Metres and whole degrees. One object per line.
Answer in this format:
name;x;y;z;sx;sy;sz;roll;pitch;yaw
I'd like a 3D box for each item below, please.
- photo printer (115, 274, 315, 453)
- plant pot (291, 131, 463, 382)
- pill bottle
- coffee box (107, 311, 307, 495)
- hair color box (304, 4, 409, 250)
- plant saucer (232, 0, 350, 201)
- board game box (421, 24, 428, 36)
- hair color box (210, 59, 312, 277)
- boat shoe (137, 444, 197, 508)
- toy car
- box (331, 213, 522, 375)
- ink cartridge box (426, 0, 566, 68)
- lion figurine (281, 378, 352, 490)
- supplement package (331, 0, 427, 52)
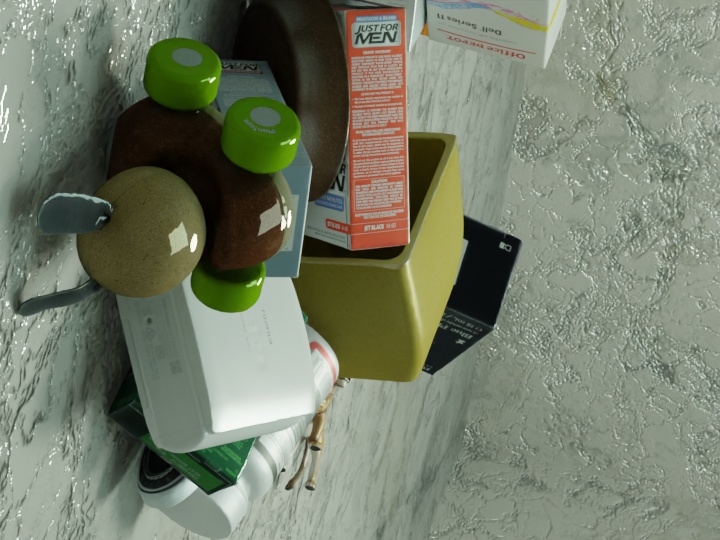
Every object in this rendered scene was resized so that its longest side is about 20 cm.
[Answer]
photo printer;-0.109;0.056;1.458;0.200;0.069;0.167;-2;77;-63
plant pot;0.000;0.000;1.767;0.195;0.195;0.200;-67;150;-43
pill bottle;-0.113;0.142;1.672;0.200;0.114;0.114;-57;161;-32
coffee box;-0.127;0.080;1.544;0.044;0.123;0.200;-27;-149;42
hair color box;-0.011;-0.125;1.535;0.111;0.064;0.201;18;-69;61
plant saucer;-0.068;-0.157;1.532;0.200;0.037;0.201;28;-58;59
board game box;0.134;-0.404;2.083;0.200;0.199;0.200;91;16;-52
hair color box;-0.090;-0.086;1.439;0.200;0.060;0.099;-113;-153;-58
boat shoe;-0.154;0.115;1.579;0.068;0.071;0.200;62;39;-38
toy car;-0.160;-0.040;1.253;0.200;0.158;0.165;-29;147;-41
box;0.045;0.007;2.001;0.200;0.196;0.118;135;-23;-65
ink cartridge box;0.121;-0.249;1.590;0.200;0.117;0.068;81;27;-63
lion figurine;-0.064;0.182;2.210;0.200;0.072;0.123;114;-10;-56
supplement package;0.003;-0.330;1.599;0.152;0.150;0.201;-63;163;-52
